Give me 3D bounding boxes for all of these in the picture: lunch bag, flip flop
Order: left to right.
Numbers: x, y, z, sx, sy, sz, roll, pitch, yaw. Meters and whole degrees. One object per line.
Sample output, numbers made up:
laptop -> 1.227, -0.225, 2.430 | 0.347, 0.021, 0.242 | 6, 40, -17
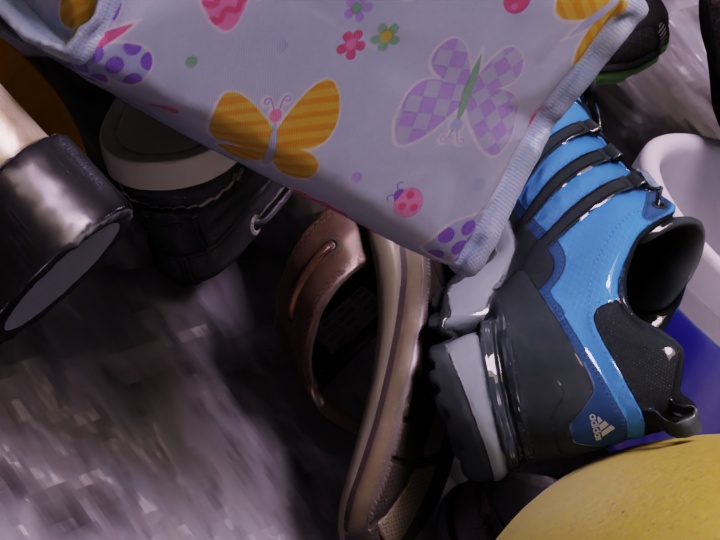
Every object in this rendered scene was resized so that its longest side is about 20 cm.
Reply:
lunch bag -> -0.041, -0.103, 0.913 | 0.169, 0.127, 0.200 | 26, 12, -37
flip flop -> 0.000, 0.000, 1.006 | 0.081, 0.057, 0.201 | 53, 34, -69

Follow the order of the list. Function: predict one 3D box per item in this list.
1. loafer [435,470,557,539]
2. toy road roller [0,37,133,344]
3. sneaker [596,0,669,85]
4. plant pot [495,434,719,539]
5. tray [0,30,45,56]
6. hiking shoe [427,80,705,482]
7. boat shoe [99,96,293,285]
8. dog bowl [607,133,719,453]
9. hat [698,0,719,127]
loafer -> 0.121, 0.113, 1.024 | 0.199, 0.063, 0.072 | 30, 39, -17
toy road roller -> -0.164, 0.010, 0.843 | 0.200, 0.146, 0.123 | -42, 84, -17
sneaker -> 0.045, -0.146, 1.195 | 0.200, 0.084, 0.077 | 36, 37, -9
plant pot -> 0.138, 0.135, 0.882 | 0.199, 0.142, 0.201 | 5, 75, -19
tray -> -0.062, -0.139, 1.090 | 0.107, 0.022, 0.200 | 1, 37, 13
hiking shoe -> 0.073, -0.013, 1.007 | 0.086, 0.075, 0.201 | -5, 49, 11
boat shoe -> -0.032, -0.064, 1.063 | 0.074, 0.066, 0.200 | -1, 33, 17
dog bowl -> 0.166, 0.040, 1.078 | 0.199, 0.079, 0.200 | 27, 20, -11
hat -> 0.165, -0.089, 1.120 | 0.080, 0.201, 0.201 | -15, 57, -6
